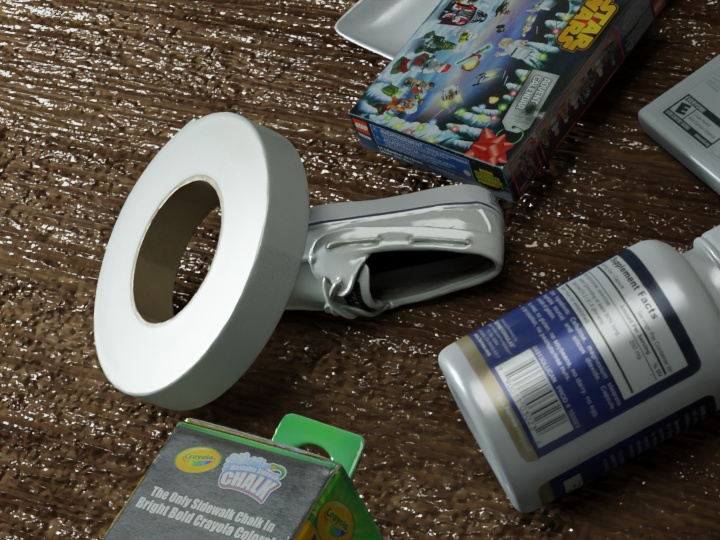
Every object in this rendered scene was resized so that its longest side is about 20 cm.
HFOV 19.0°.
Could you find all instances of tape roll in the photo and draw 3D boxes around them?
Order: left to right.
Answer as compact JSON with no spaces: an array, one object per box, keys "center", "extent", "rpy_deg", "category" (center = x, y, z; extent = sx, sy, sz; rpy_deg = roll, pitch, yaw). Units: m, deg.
[{"center":[-0.108,-0.008,1.430],"extent":[0.202,0.037,0.204],"rpy_deg":[-32,47,42],"category":"tape roll"}]

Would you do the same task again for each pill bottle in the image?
[{"center":[0.156,0.051,1.279],"extent":[0.199,0.111,0.111],"rpy_deg":[-28,45,-2],"category":"pill bottle"}]

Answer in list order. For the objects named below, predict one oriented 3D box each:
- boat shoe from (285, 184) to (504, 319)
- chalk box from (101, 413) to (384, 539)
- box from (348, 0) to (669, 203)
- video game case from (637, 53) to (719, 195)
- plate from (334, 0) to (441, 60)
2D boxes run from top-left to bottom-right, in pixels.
[{"center":[0.000,0.000,1.427],"extent":[0.199,0.072,0.066],"rpy_deg":[-10,45,6],"category":"boat shoe"},{"center":[-0.064,0.176,1.259],"extent":[0.124,0.124,0.200],"rpy_deg":[13,56,34],"category":"chalk box"},{"center":[0.103,-0.148,1.486],"extent":[0.136,0.040,0.200],"rpy_deg":[22,63,34],"category":"box"},{"center":[0.310,-0.100,1.408],"extent":[0.181,0.023,0.200],"rpy_deg":[-35,45,-8],"category":"video game case"},{"center":[0.113,-0.197,1.574],"extent":[0.199,0.032,0.200],"rpy_deg":[-43,48,-17],"category":"plate"}]
